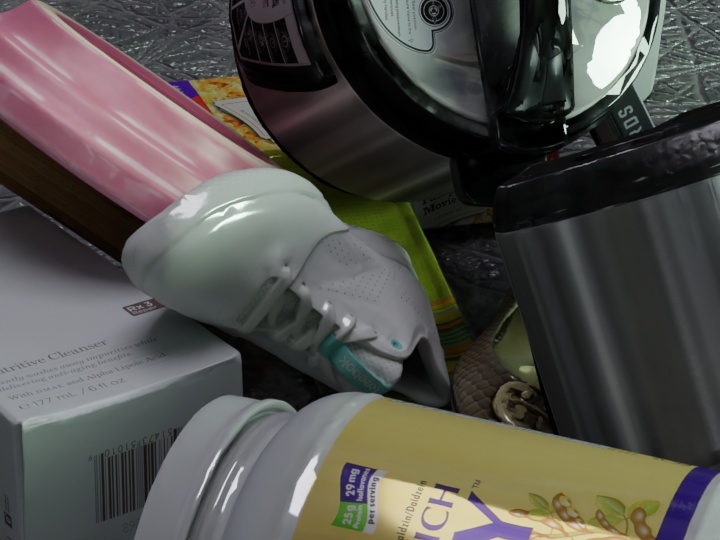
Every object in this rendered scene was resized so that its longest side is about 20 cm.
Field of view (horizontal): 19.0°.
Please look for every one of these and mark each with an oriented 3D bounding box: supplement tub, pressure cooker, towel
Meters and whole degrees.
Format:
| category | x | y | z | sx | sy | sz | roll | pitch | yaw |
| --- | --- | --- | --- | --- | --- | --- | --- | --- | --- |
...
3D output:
| category | x | y | z | sx | sy | sz | roll | pitch | yaw |
| --- | --- | --- | --- | --- | --- | --- | --- | --- | --- |
| supplement tub | 0.033 | 0.122 | 0.734 | 0.199 | 0.146 | 0.145 | 11 | 26 | 19 |
| pressure cooker | 0.044 | -0.132 | 1.026 | 0.179 | 0.176 | 0.200 | -49 | 12 | -20 |
| towel | 0.000 | 0.000 | 1.080 | 0.086 | 0.018 | 0.200 | -4 | 42 | -17 |
| pressure cooker | 0.158 | 0.033 | 0.893 | 0.175 | 0.201 | 0.179 | -18 | 3 | 10 |

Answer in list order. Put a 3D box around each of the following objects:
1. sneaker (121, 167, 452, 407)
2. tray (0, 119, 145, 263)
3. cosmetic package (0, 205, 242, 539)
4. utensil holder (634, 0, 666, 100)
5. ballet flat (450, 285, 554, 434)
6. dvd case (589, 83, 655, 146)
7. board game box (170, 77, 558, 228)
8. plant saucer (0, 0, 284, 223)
| category | x | y | z | sx | sy | sz | roll | pitch | yaw |
| --- | --- | --- | --- | --- | --- | --- | --- | --- | --- |
| sneaker | -0.018 | 0.017 | 0.935 | 0.200 | 0.075 | 0.089 | 17 | 37 | -54 |
| tray | -0.154 | -0.052 | 1.076 | 0.200 | 0.037 | 0.099 | 33 | 4 | -14 |
| cosmetic package | -0.148 | 0.048 | 0.955 | 0.113 | 0.081 | 0.200 | -17 | 31 | -33 |
| utensil holder | 0.126 | -0.221 | 1.417 | 0.169 | 0.201 | 0.170 | 1 | 25 | -1 |
| ballet flat | 0.089 | 0.038 | 1.019 | 0.067 | 0.046 | 0.200 | 36 | 26 | -1 |
| dvd case | 0.140 | -0.091 | 1.212 | 0.025 | 0.151 | 0.200 | -29 | 26 | 3 |
| board game box | -0.007 | -0.070 | 1.245 | 0.199 | 0.046 | 0.152 | -7 | 27 | -18 |
| plant saucer | -0.106 | -0.066 | 1.023 | 0.200 | 0.051 | 0.201 | 36 | 4 | -3 |
